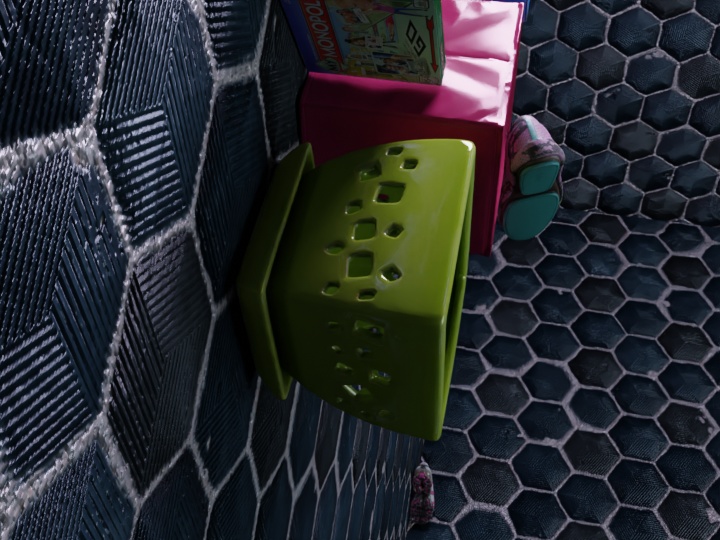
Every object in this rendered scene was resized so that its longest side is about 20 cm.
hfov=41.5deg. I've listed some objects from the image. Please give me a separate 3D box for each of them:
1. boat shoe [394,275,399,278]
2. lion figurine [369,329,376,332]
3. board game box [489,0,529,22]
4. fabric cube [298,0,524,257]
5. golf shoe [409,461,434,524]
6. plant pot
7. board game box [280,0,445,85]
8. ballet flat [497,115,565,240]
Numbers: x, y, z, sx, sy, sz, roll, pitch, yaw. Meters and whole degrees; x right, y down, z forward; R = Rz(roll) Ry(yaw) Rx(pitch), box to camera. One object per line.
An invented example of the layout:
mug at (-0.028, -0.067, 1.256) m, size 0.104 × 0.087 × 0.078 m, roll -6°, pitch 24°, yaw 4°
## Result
boat shoe at (0.033, -0.029, 1.387) m, size 0.093 × 0.074 × 0.202 m, roll 11°, pitch 79°, yaw -74°
lion figurine at (0.000, 0.000, 1.167) m, size 0.122 × 0.072 × 0.201 m, roll -11°, pitch 120°, yaw -44°
board game box at (0.114, -0.378, 1.162) m, size 0.196 × 0.199 × 0.056 m, roll -73°, pitch 165°, yaw -47°
fabric cube at (0.058, -0.157, 1.012) m, size 0.197 × 0.198 × 0.201 m, roll 88°, pitch 14°, yaw -51°
golf shoe at (0.193, 0.680, 2.897) m, size 0.092 × 0.072 × 0.201 m, roll -66°, pitch 161°, yaw -64°
plant pot at (0.000, 0.010, 0.845) m, size 0.200 × 0.180 × 0.201 m, roll 85°, pitch 17°, yaw -52°
board game box at (0.003, -0.221, 0.816) m, size 0.200 × 0.134 × 0.029 m, roll 63°, pitch 36°, yaw -73°
ballet flat at (0.174, -0.100, 0.989) m, size 0.200 × 0.069 × 0.072 m, roll 73°, pitch 7°, yaw -69°
